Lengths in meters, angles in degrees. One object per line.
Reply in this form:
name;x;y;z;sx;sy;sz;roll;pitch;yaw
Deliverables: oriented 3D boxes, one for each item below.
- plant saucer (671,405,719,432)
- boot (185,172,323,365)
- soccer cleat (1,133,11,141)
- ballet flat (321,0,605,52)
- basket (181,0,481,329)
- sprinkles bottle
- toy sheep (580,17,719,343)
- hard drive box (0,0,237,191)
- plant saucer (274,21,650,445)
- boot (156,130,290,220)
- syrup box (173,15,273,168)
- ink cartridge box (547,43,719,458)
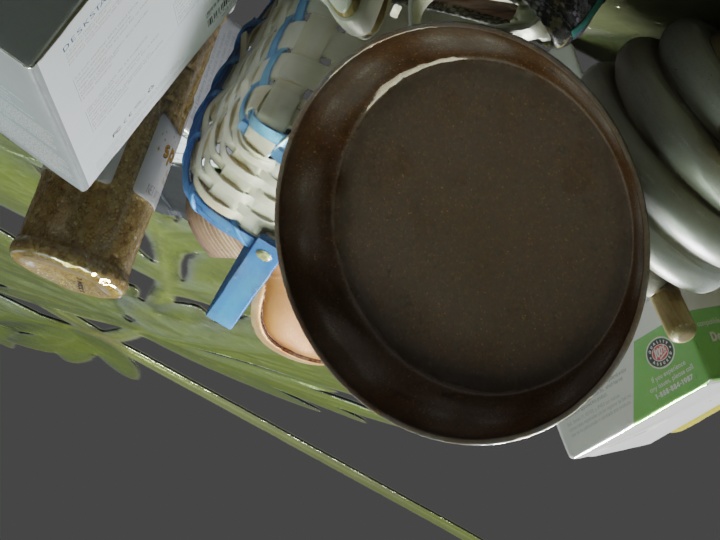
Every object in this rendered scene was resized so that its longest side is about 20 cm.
plant saucer;0.166;0.002;1.476;0.200;0.049;0.200;34;148;-11
boot;0.000;0.000;1.526;0.155;0.077;0.200;3;144;33
soccer cleat;-0.205;-0.123;1.573;0.068;0.073;0.200;17;167;20
ballet flat;0.023;-0.142;1.179;0.200;0.072;0.072;13;166;27
basket;-0.019;-0.067;1.313;0.139;0.177;0.200;30;157;-8
sprinkles bottle;-0.125;-0.088;1.320;0.068;0.201;0.068;19;167;4
toy sheep;0.149;-0.046;1.191;0.138;0.200;0.138;43;-159;-21
hard drive box;-0.126;-0.144;1.171;0.077;0.156;0.200;35;168;9
plant saucer;0.051;-0.019;1.158;0.200;0.201;0.034;13;-164;27
boot;-0.098;-0.068;1.644;0.165;0.066;0.200;30;163;12
syrup box;-0.140;-0.135;1.417;0.079;0.082;0.200;7;162;36
ink cartridge box;0.134;-0.014;1.317;0.067;0.201;0.117;-7;161;-42
